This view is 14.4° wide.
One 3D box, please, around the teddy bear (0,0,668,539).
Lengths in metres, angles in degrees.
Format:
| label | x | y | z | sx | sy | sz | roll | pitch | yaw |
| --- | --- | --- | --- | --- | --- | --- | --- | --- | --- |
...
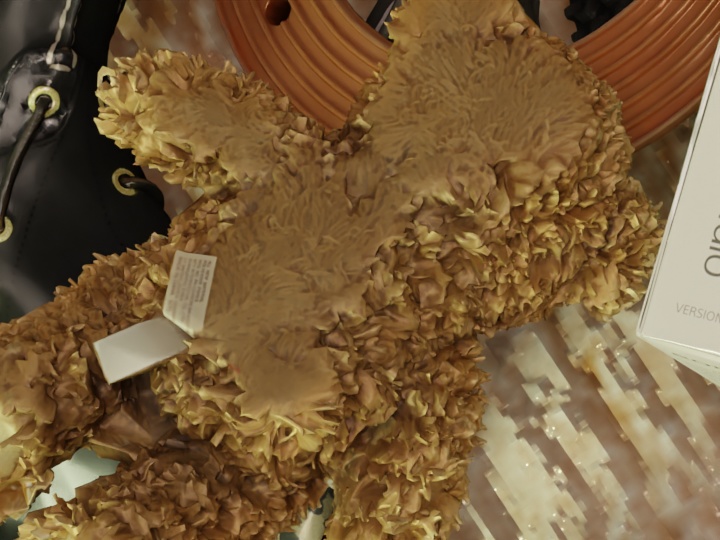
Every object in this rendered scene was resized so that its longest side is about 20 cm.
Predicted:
| label | x | y | z | sx | sy | sz | roll | pitch | yaw |
| --- | --- | --- | --- | --- | --- | --- | --- | --- | --- |
| teddy bear | -0.022 | 0.015 | 0.702 | 0.145 | 0.067 | 0.200 | 32 | 76 | 14 |

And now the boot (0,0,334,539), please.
| label | x | y | z | sx | sy | sz | roll | pitch | yaw |
| --- | --- | --- | --- | --- | --- | --- | --- | --- | --- |
| boot | -0.052 | -0.007 | 0.770 | 0.153 | 0.073 | 0.204 | 20 | 81 | 11 |

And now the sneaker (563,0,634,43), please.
| label | x | y | z | sx | sy | sz | roll | pitch | yaw |
| --- | --- | --- | --- | --- | --- | --- | --- | --- | --- |
| sneaker | 0.101 | -0.144 | 0.817 | 0.090 | 0.070 | 0.201 | 3 | 73 | -25 |

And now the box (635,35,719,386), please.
| label | x | y | z | sx | sy | sz | roll | pitch | yaw |
| --- | --- | --- | --- | --- | --- | --- | --- | --- | --- |
| box | 0.132 | -0.030 | 0.727 | 0.036 | 0.200 | 0.145 | 15 | 84 | 23 |

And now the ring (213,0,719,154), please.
| label | x | y | z | sx | sy | sz | roll | pitch | yaw |
| --- | --- | --- | --- | --- | --- | --- | --- | --- | --- |
| ring | 0.043 | -0.116 | 0.768 | 0.200 | 0.019 | 0.201 | -8 | 74 | 31 |

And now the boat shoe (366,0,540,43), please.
| label | x | y | z | sx | sy | sz | roll | pitch | yaw |
| --- | --- | --- | --- | --- | --- | --- | --- | --- | --- |
| boat shoe | 0.000 | 0.000 | 0.804 | 0.067 | 0.057 | 0.201 | 19 | 85 | 6 |
